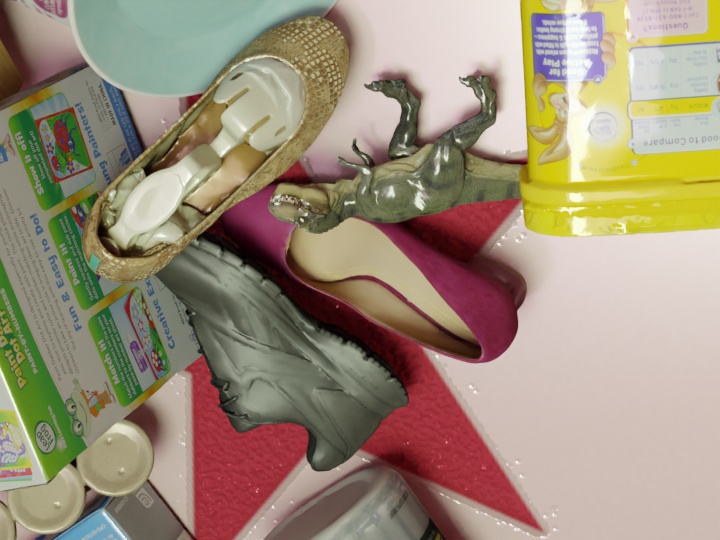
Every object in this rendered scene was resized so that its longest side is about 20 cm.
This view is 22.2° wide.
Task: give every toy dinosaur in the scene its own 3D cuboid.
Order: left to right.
[{"bbox_3d":[0.045,-0.069,1.078,0.199,0.047,0.089,-3,95,2],"label":"toy dinosaur"}]

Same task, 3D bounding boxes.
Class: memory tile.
[{"bbox_3d":[-0.235,0.078,1.175,0.153,0.017,0.201,-29,84,-8],"label":"memory tile"}]

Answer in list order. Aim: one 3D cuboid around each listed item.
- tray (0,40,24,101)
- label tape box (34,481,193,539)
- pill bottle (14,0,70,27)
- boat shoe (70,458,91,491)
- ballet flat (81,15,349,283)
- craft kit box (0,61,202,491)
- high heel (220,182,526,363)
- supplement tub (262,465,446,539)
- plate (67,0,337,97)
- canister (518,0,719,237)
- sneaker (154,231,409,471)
[{"bbox_3d":[-0.272,-0.166,1.068,0.098,0.200,0.037,22,69,18],"label":"tray"},{"bbox_3d":[-0.150,0.257,1.244,0.143,0.066,0.200,-35,99,24],"label":"label tape box"},{"bbox_3d":[-0.207,-0.222,1.064,0.199,0.113,0.114,26,114,7],"label":"pill bottle"},{"bbox_3d":[-0.253,0.086,1.212,0.200,0.066,0.072,29,114,5],"label":"boat shoe"},{"bbox_3d":[-0.081,-0.067,1.048,0.070,0.065,0.200,43,90,-1],"label":"ballet flat"},{"bbox_3d":[-0.181,-0.003,1.087,0.048,0.197,0.201,-13,104,28],"label":"craft kit box"},{"bbox_3d":[0.000,0.000,1.089,0.199,0.096,0.068,14,113,12],"label":"high heel"},{"bbox_3d":[0.026,0.234,1.150,0.122,0.123,0.200,-32,98,24],"label":"supplement tub"},{"bbox_3d":[-0.077,-0.181,1.014,0.026,0.200,0.201,49,119,31],"label":"plate"},{"bbox_3d":[0.156,-0.128,0.996,0.147,0.087,0.201,-3,106,4],"label":"canister"},{"bbox_3d":[-0.068,0.046,1.116,0.200,0.076,0.091,39,91,-5],"label":"sneaker"}]
